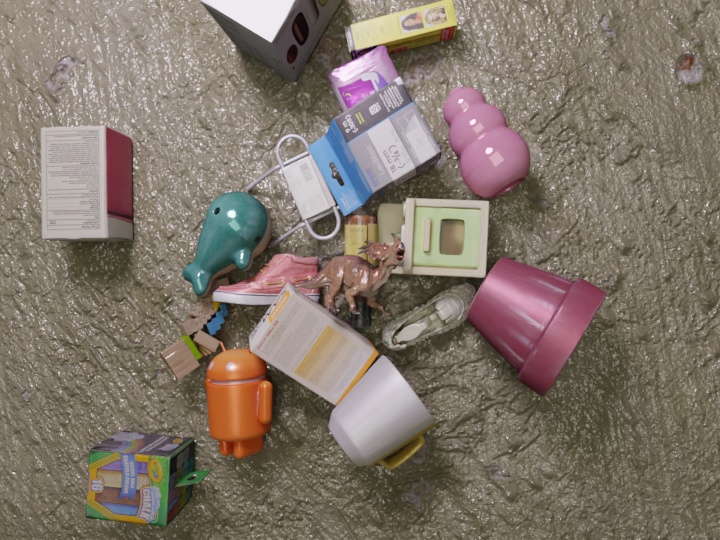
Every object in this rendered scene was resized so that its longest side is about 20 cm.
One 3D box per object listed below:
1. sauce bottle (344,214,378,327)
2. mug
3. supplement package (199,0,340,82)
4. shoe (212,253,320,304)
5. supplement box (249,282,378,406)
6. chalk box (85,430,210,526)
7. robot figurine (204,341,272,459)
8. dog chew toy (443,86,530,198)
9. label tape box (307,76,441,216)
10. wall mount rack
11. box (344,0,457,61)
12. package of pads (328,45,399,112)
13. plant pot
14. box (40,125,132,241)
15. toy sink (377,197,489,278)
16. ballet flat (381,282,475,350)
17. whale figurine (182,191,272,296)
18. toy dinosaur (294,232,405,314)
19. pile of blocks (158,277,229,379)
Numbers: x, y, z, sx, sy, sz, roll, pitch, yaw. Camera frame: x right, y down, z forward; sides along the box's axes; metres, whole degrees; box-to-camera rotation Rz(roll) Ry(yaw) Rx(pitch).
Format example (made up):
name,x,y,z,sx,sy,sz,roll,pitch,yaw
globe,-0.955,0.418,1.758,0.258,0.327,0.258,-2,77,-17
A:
name,x,y,z,sx,sy,sz,roll,pitch,yaw
sauce bottle,0.000,0.000,1.075,0.064,0.066,0.205,3,94,5
mug,0.038,0.270,1.020,0.152,0.149,0.188,-37,92,-8
supplement package,-0.143,-0.474,1.018,0.145,0.200,0.194,31,93,4
shoe,-0.171,0.016,1.083,0.195,0.071,0.093,1,88,-8
supplement box,-0.084,0.133,1.048,0.199,0.074,0.127,37,93,-19
chalk box,-0.380,0.382,1.082,0.195,0.124,0.127,5,90,6
robot figurine,-0.224,0.233,1.072,0.114,0.144,0.205,-3,90,-16
dog chew toy,0.213,-0.232,1.034,0.123,0.125,0.203,-27,80,5
label tape box,0.019,-0.206,1.000,0.198,0.063,0.146,-30,87,6
wall mount rack,-0.118,-0.137,1.085,0.171,0.075,0.203,-24,88,1
box,0.073,-0.431,1.064,0.195,0.075,0.051,-13,92,4
package of pads,0.033,-0.285,1.066,0.119,0.076,0.203,-25,88,3
plant pot,0.287,0.078,0.999,0.177,0.200,0.202,33,93,19
box,-0.507,-0.157,1.097,0.125,0.109,0.205,0,91,5
toy sink,0.122,-0.057,1.042,0.195,0.112,0.134,4,90,5
ballet flat,0.129,0.091,1.066,0.198,0.072,0.073,-31,88,4
whale figurine,-0.253,-0.054,1.058,0.200,0.104,0.159,-47,55,-1
toy dinosaur,-0.010,0.003,1.007,0.196,0.086,0.139,4,89,19
pile of blocks,-0.300,0.107,1.100,0.082,0.062,0.202,37,70,-21
